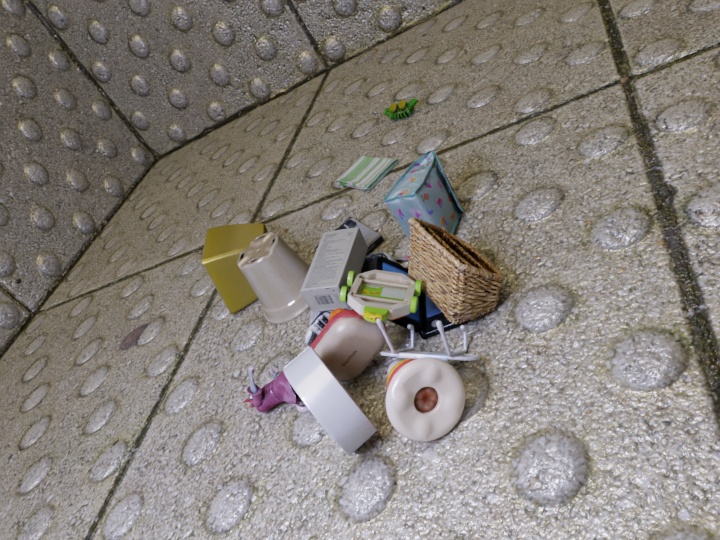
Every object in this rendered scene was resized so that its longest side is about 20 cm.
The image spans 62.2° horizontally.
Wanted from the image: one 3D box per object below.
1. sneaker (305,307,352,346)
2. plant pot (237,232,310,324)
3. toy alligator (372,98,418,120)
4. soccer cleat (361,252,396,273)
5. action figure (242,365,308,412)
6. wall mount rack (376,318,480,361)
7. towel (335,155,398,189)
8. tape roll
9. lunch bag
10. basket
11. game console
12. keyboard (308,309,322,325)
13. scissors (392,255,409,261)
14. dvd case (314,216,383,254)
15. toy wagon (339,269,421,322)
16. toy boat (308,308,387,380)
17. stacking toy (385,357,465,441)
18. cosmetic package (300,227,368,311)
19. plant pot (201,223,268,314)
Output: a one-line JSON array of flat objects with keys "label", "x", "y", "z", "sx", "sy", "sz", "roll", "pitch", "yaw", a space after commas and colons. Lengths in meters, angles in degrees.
[{"label": "sneaker", "x": -0.065, "y": 0.108, "z": 1.435, "sx": 0.200, "sy": 0.075, "sz": 0.081, "roll": -49, "pitch": 20, "yaw": -24}, {"label": "plant pot", "x": -0.228, "y": 0.008, "z": 1.607, "sx": 0.198, "sy": 0.184, "sz": 0.202, "roll": -25, "pitch": 33, "yaw": 18}, {"label": "toy alligator", "x": 0.127, "y": -0.569, "z": 2.159, "sx": 0.198, "sy": 0.059, "sz": 0.055, "roll": -8, "pitch": 81, "yaw": 38}, {"label": "soccer cleat", "x": 0.000, "y": 0.000, "z": 1.503, "sx": 0.197, "sy": 0.086, "sz": 0.071, "roll": -9, "pitch": 82, "yaw": 28}, {"label": "action figure", "x": -0.178, "y": 0.271, "z": 1.325, "sx": 0.199, "sy": 0.133, "sz": 0.150, "roll": -35, "pitch": 72, "yaw": 26}, {"label": "wall mount rack", "x": 0.118, "y": 0.129, "z": 1.113, "sx": 0.197, "sy": 0.173, "sz": 0.076, "roll": -1, "pitch": 85, "yaw": 26}, {"label": "towel", "x": 0.017, "y": -0.325, "z": 1.967, "sx": 0.153, "sy": 0.023, "sz": 0.199, "roll": -46, "pitch": 32, "yaw": -17}, {"label": "tape roll", "x": -0.057, "y": 0.240, "z": 1.112, "sx": 0.071, "sy": 0.203, "sz": 0.202, "roll": -39, "pitch": 31, "yaw": -7}, {"label": "lunch bag", "x": 0.172, "y": -0.178, "z": 1.472, "sx": 0.121, "sy": 0.171, "sz": 0.201, "roll": -7, "pitch": 37, "yaw": 43}, {"label": "basket", "x": 0.198, "y": -0.018, "z": 1.209, "sx": 0.141, "sy": 0.151, "sz": 0.200, "roll": -17, "pitch": 38, "yaw": -20}, {"label": "game console", "x": 0.134, "y": 0.034, "z": 1.282, "sx": 0.174, "sy": 0.117, "sz": 0.201, "roll": -23, "pitch": 34, "yaw": 20}, {"label": "keyboard", "x": -0.105, "y": 0.087, "z": 1.472, "sx": 0.056, "sy": 0.011, "sz": 0.200, "roll": -45, "pitch": 9, "yaw": 6}, {"label": "scissors", "x": 0.124, "y": -0.026, "z": 1.470, "sx": 0.198, "sy": 0.014, "sz": 0.074, "roll": -10, "pitch": 41, "yaw": 35}, {"label": "dvd case", "x": -0.037, "y": -0.073, "z": 1.681, "sx": 0.150, "sy": 0.025, "sz": 0.200, "roll": -41, "pitch": 32, "yaw": -7}, {"label": "toy wagon", "x": 0.038, "y": 0.055, "z": 1.182, "sx": 0.153, "sy": 0.040, "sz": 0.201, "roll": 8, "pitch": 28, "yaw": 9}, {"label": "toy boat", "x": -0.038, "y": 0.137, "z": 1.252, "sx": 0.201, "sy": 0.129, "sz": 0.132, "roll": -52, "pitch": 33, "yaw": 33}, {"label": "stacking toy", "x": 0.096, "y": 0.215, "z": 1.107, "sx": 0.146, "sy": 0.147, "sz": 0.200, "roll": -39, "pitch": 12, "yaw": -6}, {"label": "cosmetic package", "x": -0.058, "y": -0.005, "z": 1.398, "sx": 0.102, "sy": 0.074, "sz": 0.201, "roll": -7, "pitch": 41, "yaw": 25}, {"label": "plant pot", "x": -0.340, "y": -0.028, "z": 1.771, "sx": 0.174, "sy": 0.202, "sz": 0.201, "roll": -20, "pitch": 33, "yaw": 4}]
